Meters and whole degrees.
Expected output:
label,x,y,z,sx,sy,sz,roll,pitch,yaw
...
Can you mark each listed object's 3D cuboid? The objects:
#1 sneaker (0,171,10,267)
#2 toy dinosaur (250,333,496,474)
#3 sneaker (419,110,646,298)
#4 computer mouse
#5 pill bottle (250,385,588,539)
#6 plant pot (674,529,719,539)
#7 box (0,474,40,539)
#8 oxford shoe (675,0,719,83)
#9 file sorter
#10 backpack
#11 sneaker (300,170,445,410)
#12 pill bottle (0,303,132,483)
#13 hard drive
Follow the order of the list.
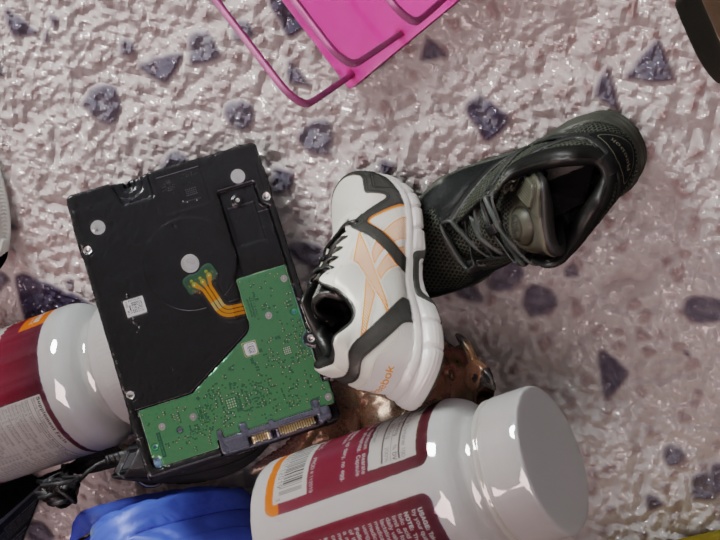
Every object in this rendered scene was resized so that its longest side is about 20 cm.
label,x,y,z,sx,sy,sz,roll,pitch,yaw
sneaker,-0.358,-0.077,1.303,0.145,0.081,0.202,-14,106,31
toy dinosaur,0.019,0.103,1.225,0.198,0.086,0.137,-1,108,24
sneaker,0.088,-0.033,1.138,0.198,0.114,0.077,-26,97,27
computer mouse,-0.144,0.141,1.279,0.198,0.140,0.046,-21,91,-16
pill bottle,0.038,0.149,1.119,0.198,0.114,0.115,-21,100,27
plant pot,0.209,0.284,1.165,0.198,0.200,0.178,-17,91,23
box,-0.364,0.230,1.386,0.147,0.107,0.201,29,114,7
oxford shoe,0.214,-0.221,1.067,0.071,0.071,0.202,-24,99,-4
file sorter,0.007,-0.217,1.097,0.199,0.125,0.139,-37,94,25
backpack,-0.147,0.242,1.262,0.168,0.161,0.201,56,140,28
sneaker,0.000,0.000,1.139,0.079,0.201,0.074,13,127,-22
pill bottle,-0.230,0.089,1.290,0.198,0.110,0.111,-20,101,24
hard drive,-0.108,0.028,1.195,0.138,0.038,0.202,-17,79,-9
